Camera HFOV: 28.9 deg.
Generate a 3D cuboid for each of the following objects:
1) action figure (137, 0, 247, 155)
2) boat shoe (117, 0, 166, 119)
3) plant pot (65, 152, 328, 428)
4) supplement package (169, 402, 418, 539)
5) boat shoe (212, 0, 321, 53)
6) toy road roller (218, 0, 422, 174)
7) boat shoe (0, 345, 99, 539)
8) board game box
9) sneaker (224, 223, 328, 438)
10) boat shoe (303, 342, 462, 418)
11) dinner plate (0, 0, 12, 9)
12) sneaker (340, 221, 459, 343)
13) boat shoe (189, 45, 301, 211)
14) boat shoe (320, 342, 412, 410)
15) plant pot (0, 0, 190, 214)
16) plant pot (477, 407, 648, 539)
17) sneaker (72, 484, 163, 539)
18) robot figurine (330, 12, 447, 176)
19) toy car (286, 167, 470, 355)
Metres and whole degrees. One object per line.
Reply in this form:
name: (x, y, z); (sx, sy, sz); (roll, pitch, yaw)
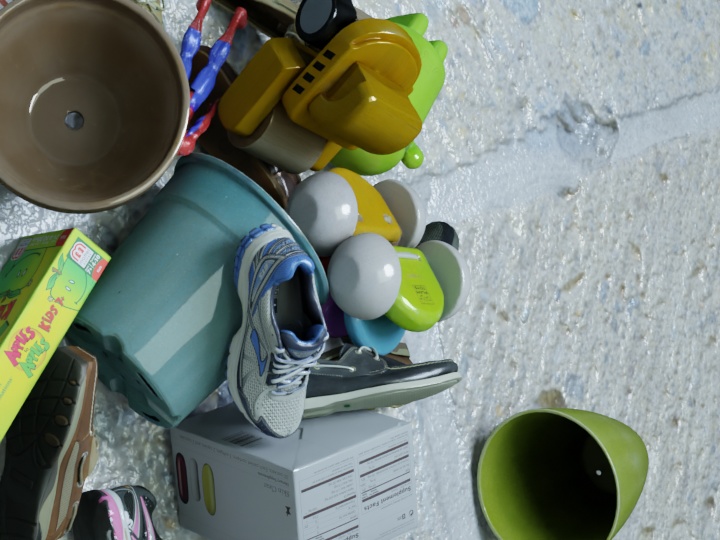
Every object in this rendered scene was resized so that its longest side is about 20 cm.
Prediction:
action figure: (-0.168, -0.170, 1.348); (0.065, 0.052, 0.202); (24, 64, -6)
boat shoe: (-0.223, -0.224, 1.364); (0.073, 0.063, 0.204); (18, 76, -38)
plant pot: (-0.165, 0.029, 1.324); (0.196, 0.199, 0.201); (-47, 116, -24)
supplement package: (-0.067, 0.202, 1.372); (0.155, 0.199, 0.113); (-16, 108, -40)
boat shoe: (-0.077, -0.255, 1.443); (0.063, 0.199, 0.074); (-43, 158, -24)
toy road roller: (-0.027, -0.156, 1.331); (0.122, 0.200, 0.147); (23, 31, -43)
boat shoe: (-0.277, 0.163, 1.266); (0.074, 0.075, 0.202); (-3, 118, -57)
board game box: (-0.311, 0.059, 1.243); (0.048, 0.101, 0.202); (43, 61, -30)
sneaker: (-0.071, 0.066, 1.244); (0.076, 0.085, 0.203); (-17, 117, -31)
boat shoe: (0.002, 0.100, 1.355); (0.197, 0.072, 0.069); (-5, 72, -9)
dinner plate: (-0.370, -0.182, 1.261); (0.198, 0.024, 0.203); (4, 84, -41)
sneaker: (0.032, -0.017, 1.564); (0.199, 0.076, 0.115); (-40, 119, -30)
boat shoe: (-0.124, -0.142, 1.444); (0.202, 0.070, 0.070); (64, 33, -13)
boat shoe: (0.006, 0.117, 1.498); (0.199, 0.071, 0.069); (0, 68, -57)
plant pot: (-0.257, -0.145, 1.260); (0.198, 0.093, 0.204); (3, 80, -15)
plant pot: (0.270, 0.247, 1.705); (0.199, 0.185, 0.190); (-8, 92, -56)
sneaker: (-0.211, 0.300, 1.334); (0.086, 0.080, 0.203); (-13, 101, -51)
robot figurine: (0.020, -0.191, 1.539); (0.176, 0.115, 0.201); (48, 58, -36)
toy car: (0.000, 0.000, 1.423); (0.174, 0.150, 0.201); (4, 44, -51)
